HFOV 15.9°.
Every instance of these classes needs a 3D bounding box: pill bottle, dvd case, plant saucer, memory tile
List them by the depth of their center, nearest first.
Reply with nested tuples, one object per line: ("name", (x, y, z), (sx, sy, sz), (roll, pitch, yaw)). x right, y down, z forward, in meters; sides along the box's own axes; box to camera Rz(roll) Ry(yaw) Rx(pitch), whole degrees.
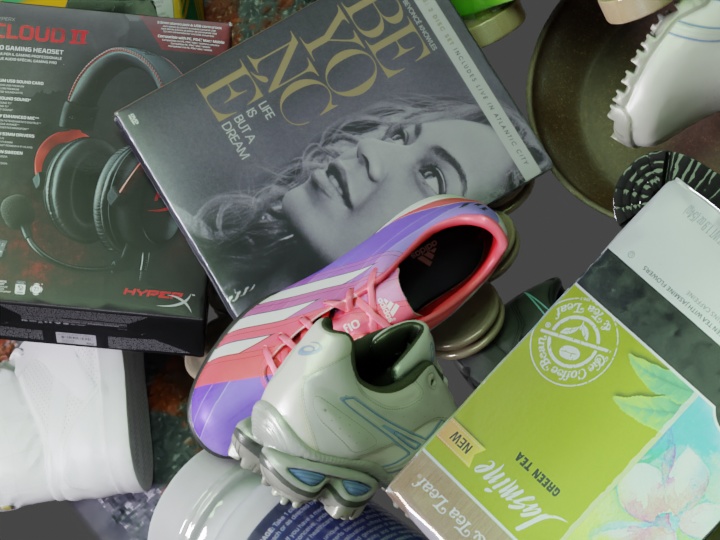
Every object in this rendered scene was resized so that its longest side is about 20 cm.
("pill bottle", (-0.015, 0.174, 1.358), (0.199, 0.111, 0.111), (32, 78, 30))
("dvd case", (-0.014, -0.071, 1.424), (0.199, 0.016, 0.149), (-30, 83, -14))
("memory tile", (0.000, 0.000, 1.466), (0.199, 0.017, 0.154), (-9, 46, 26))
("plant saucer", (0.195, -0.106, 1.471), (0.199, 0.037, 0.202), (-9, 62, 16))

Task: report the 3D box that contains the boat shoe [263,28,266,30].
("boat shoe", (-0.044, -0.081, 1.510), (0.071, 0.061, 0.202), (-22, 44, 15))

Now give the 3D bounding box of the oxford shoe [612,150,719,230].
("oxford shoe", (0.223, 0.006, 1.372), (0.200, 0.084, 0.073), (42, 96, 5))

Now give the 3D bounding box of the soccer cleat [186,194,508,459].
("soccer cleat", (-0.007, 0.028, 1.362), (0.200, 0.073, 0.068), (-36, 100, -11))

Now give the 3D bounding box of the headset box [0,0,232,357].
("headset box", (-0.151, -0.062, 1.459), (0.147, 0.075, 0.201), (6, 71, -2))

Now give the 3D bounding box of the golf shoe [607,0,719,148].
("golf shoe", (0.228, -0.123, 1.407), (0.200, 0.078, 0.097), (-40, 64, -2))

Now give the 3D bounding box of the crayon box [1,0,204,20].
("crayon box", (-0.162, -0.150, 1.615), (0.125, 0.052, 0.201), (-13, 61, 13))

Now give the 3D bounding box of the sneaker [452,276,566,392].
("sneaker", (0.135, 0.076, 1.376), (0.079, 0.075, 0.200), (-44, 58, -8))

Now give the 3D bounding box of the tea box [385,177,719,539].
("tea box", (0.147, 0.098, 1.202), (0.197, 0.200, 0.134), (-47, 62, -2))

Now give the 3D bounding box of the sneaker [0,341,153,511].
("sneaker", (-0.188, 0.043, 1.511), (0.115, 0.074, 0.201), (-11, 62, 10))

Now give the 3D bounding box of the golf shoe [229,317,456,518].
("golf shoe", (0.029, 0.077, 1.326), (0.078, 0.199, 0.098), (34, 104, 39))

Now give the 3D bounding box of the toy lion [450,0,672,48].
("toy lion", (0.156, -0.205, 1.469), (0.199, 0.069, 0.192), (-7, 26, 48))
